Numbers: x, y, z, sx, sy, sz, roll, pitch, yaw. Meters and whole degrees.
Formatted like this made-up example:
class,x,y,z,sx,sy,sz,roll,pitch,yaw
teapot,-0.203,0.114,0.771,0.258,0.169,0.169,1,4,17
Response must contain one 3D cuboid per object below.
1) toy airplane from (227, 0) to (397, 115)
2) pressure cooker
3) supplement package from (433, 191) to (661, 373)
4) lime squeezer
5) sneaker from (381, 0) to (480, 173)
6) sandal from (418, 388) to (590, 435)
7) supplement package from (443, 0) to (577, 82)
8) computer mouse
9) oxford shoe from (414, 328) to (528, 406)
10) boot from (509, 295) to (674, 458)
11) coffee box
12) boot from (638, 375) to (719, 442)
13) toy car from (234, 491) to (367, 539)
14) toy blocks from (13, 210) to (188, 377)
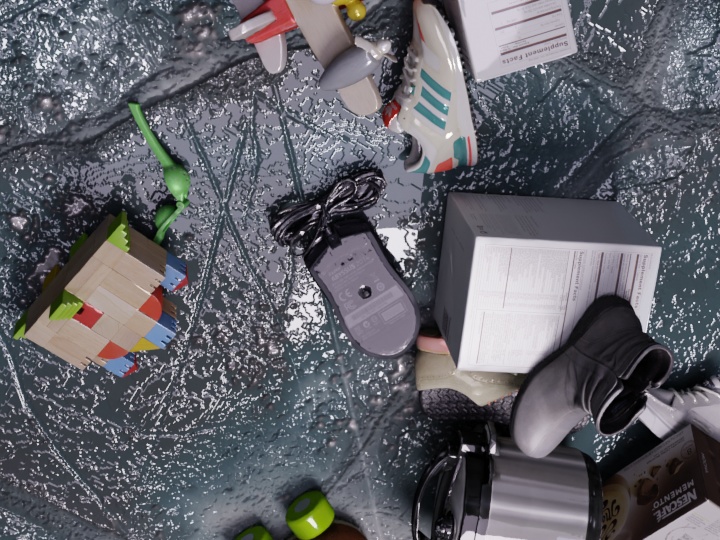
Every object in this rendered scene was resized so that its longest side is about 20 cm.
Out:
class,x,y,z,sx,sy,sz,roll,pitch,yaw
toy airplane,-0.045,-0.275,1.310,0.198,0.141,0.201,19,98,1
pressure cooker,0.157,0.271,1.503,0.197,0.179,0.178,8,66,-7
supplement package,0.194,0.014,1.435,0.197,0.152,0.152,3,111,-9
lime squeezer,-0.216,-0.073,1.415,0.070,0.038,0.202,3,109,-8
sneaker,0.064,-0.184,1.382,0.092,0.071,0.201,-15,126,1
sandal,0.167,0.144,1.542,0.197,0.045,0.076,6,103,6
supplement package,0.134,-0.308,1.338,0.108,0.114,0.202,-16,112,0
computer mouse,0.000,0.000,1.465,0.137,0.053,0.202,-26,99,1
oxford shoe,0.156,0.114,1.492,0.197,0.071,0.075,9,98,9
boot,0.223,0.128,1.332,0.069,0.132,0.201,23,110,-18
coffee box,0.336,0.282,1.530,0.079,0.114,0.200,33,125,-25
boot,0.376,0.155,1.559,0.199,0.074,0.096,38,95,-26
toy car,-0.050,0.382,1.506,0.157,0.200,0.165,-32,110,5
toy blocks,-0.255,0.039,1.417,0.136,0.100,0.200,34,114,-25
